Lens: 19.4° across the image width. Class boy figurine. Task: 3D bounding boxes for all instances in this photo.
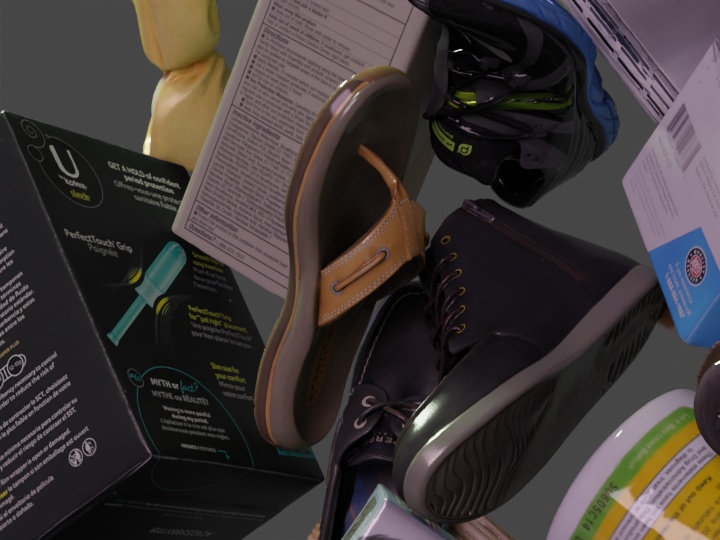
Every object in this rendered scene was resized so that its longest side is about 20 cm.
[{"bbox_3d":[-0.110,-0.151,1.140,0.064,0.124,0.200,-15,100,-10],"label":"boy figurine"}]

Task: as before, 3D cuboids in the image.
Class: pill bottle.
[{"bbox_3d":[0.188,0.151,0.922,0.200,0.111,0.111,38,91,27],"label":"pill bottle"}]

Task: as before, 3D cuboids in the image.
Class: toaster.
[{"bbox_3d":[0.156,-0.159,1.005,0.129,0.200,0.114,-36,27,13],"label":"toaster"}]

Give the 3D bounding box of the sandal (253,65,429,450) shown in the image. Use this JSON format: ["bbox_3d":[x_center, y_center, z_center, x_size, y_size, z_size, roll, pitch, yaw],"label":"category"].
[{"bbox_3d":[0.000,0.000,0.988,0.054,0.080,0.200,25,114,28],"label":"sandal"}]

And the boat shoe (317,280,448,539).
[{"bbox_3d":[0.018,0.093,1.025,0.069,0.057,0.200,2,68,18],"label":"boat shoe"}]

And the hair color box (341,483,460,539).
[{"bbox_3d":[0.062,0.194,0.941,0.200,0.061,0.099,35,90,-2],"label":"hair color box"}]

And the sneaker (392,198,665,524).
[{"bbox_3d":[0.050,0.040,0.985,0.106,0.200,0.075,28,129,23],"label":"sneaker"}]

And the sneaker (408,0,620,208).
[{"bbox_3d":[0.066,-0.085,0.991,0.071,0.200,0.083,39,84,30],"label":"sneaker"}]

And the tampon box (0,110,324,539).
[{"bbox_3d":[-0.139,0.047,1.055,0.126,0.150,0.200,-37,63,22],"label":"tampon box"}]

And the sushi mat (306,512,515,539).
[{"bbox_3d":[0.056,0.176,1.023,0.200,0.012,0.096,39,91,27],"label":"sushi mat"}]

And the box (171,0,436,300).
[{"bbox_3d":[-0.008,-0.090,1.052,0.095,0.078,0.200,32,110,22],"label":"box"}]

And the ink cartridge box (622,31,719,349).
[{"bbox_3d":[0.203,-0.068,0.931,0.200,0.067,0.116,-59,29,36],"label":"ink cartridge box"}]

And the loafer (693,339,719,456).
[{"bbox_3d":[0.229,0.047,0.925,0.071,0.200,0.073,-120,37,-52],"label":"loafer"}]
